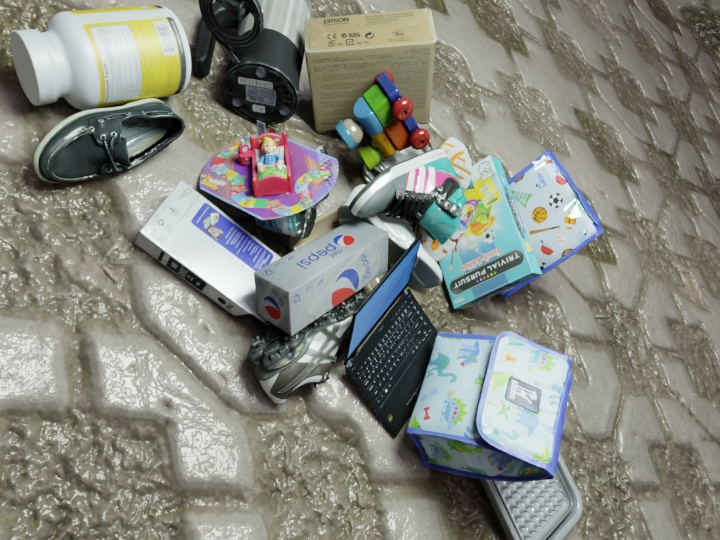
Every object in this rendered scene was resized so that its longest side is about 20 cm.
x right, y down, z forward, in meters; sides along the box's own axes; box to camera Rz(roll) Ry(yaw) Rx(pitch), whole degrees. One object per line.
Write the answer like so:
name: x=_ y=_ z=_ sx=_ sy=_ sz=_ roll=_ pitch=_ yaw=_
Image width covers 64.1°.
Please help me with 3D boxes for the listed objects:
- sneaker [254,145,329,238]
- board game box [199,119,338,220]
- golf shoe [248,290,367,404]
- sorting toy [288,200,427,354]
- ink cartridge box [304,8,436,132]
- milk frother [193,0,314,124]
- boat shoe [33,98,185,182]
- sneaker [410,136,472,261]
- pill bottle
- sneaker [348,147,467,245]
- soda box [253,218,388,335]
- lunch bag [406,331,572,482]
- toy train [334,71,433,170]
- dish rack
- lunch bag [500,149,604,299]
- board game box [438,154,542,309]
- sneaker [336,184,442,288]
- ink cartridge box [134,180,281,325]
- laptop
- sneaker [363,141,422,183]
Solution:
sneaker: x=-0.098 y=-0.126 z=0.841 sx=0.083 sy=0.080 sz=0.202 roll=4 pitch=36 yaw=12
board game box: x=-0.128 y=-0.149 z=0.784 sx=0.196 sy=0.040 sz=0.158 roll=26 pitch=52 yaw=26
golf shoe: x=-0.057 y=0.097 z=0.765 sx=0.197 sy=0.077 sz=0.098 roll=-29 pitch=120 yaw=-31
sorting toy: x=0.000 y=0.000 z=0.878 sx=0.183 sy=0.036 sz=0.204 roll=-33 pitch=92 yaw=-40
ink cartridge box: x=0.015 y=-0.309 z=0.901 sx=0.192 sy=0.166 sz=0.078 roll=-5 pitch=61 yaw=-1
milk frother: x=-0.148 y=-0.366 z=0.846 sx=0.175 sy=0.200 sz=0.194 roll=17 pitch=58 yaw=-21
boat shoe: x=-0.300 y=-0.157 z=0.714 sx=0.065 sy=0.077 sz=0.198 roll=24 pitch=37 yaw=23
sneaker: x=0.122 y=-0.118 z=0.943 sx=0.076 sy=0.077 sz=0.207 roll=19 pitch=86 yaw=-19
pill bottle: x=-0.326 y=-0.270 z=0.734 sx=0.197 sy=0.112 sz=0.114 roll=-26 pitch=83 yaw=-39
sneaker: x=0.083 y=-0.088 z=0.823 sx=0.197 sy=0.084 sz=0.123 roll=-29 pitch=79 yaw=-33
soda box: x=-0.045 y=0.002 z=0.759 sx=0.067 sy=0.065 sz=0.198 roll=23 pitch=38 yaw=32
lunch bag: x=0.181 y=0.185 z=0.788 sx=0.129 sy=0.194 sz=0.173 roll=61 pitch=42 yaw=-40
toy train: x=0.047 y=-0.199 z=0.899 sx=0.200 sy=0.114 sz=0.086 roll=43 pitch=14 yaw=-53
dish rack: x=0.247 y=0.316 z=0.882 sx=0.168 sy=0.043 sz=0.205 roll=-19 pitch=79 yaw=-39
lunch bag: x=0.295 y=-0.083 z=1.000 sx=0.172 sy=0.199 sz=0.123 roll=54 pitch=35 yaw=3
board game box: x=0.194 y=-0.060 z=0.954 sx=0.046 sy=0.148 sz=0.207 roll=6 pitch=62 yaw=-52
sneaker: x=0.057 y=-0.054 z=0.874 sx=0.199 sy=0.070 sz=0.081 roll=42 pitch=50 yaw=-14
ink cartridge box: x=-0.184 y=-0.017 z=0.755 sx=0.198 sy=0.039 sz=0.101 roll=38 pitch=52 yaw=-11
laptop: x=0.066 y=0.091 z=0.804 sx=0.177 sy=0.102 sz=0.203 roll=-45 pitch=106 yaw=-36
sneaker: x=0.040 y=-0.212 z=0.979 sx=0.114 sy=0.073 sz=0.204 roll=-26 pitch=84 yaw=-42
